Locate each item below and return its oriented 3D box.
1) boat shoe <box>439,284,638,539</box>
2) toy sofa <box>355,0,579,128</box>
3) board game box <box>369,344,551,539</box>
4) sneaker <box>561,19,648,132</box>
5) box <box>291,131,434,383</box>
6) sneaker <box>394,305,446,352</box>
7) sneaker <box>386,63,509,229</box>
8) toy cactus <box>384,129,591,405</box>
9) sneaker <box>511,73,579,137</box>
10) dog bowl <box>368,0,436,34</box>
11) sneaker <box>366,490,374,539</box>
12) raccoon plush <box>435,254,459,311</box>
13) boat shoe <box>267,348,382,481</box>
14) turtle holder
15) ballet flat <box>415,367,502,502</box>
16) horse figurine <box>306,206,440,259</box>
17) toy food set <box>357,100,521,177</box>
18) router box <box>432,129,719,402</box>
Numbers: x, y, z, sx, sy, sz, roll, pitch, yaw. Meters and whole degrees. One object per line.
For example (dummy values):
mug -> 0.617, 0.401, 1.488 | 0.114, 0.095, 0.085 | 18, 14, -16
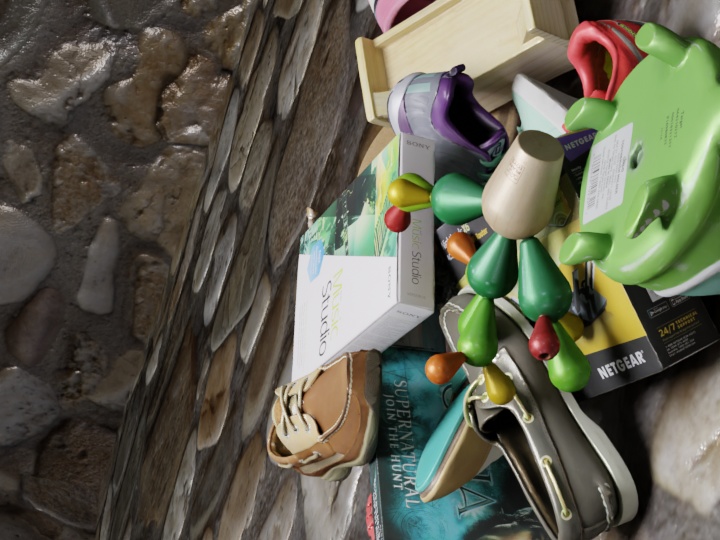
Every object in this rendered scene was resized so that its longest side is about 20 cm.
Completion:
boat shoe -> 0.107, 0.095, 0.905 | 0.203, 0.060, 0.072 | 56, 157, 29
toy sofa -> 0.097, -0.191, 1.138 | 0.199, 0.097, 0.084 | -25, 67, 41
board game box -> 0.072, 0.142, 1.014 | 0.201, 0.133, 0.028 | -95, 16, -47
sneaker -> 0.179, -0.083, 0.907 | 0.077, 0.084, 0.202 | 127, 142, -54
box -> 0.000, 0.000, 1.062 | 0.200, 0.036, 0.146 | -41, 41, 54
sneaker -> 0.044, 0.092, 1.153 | 0.074, 0.082, 0.201 | -28, 32, 35
sneaker -> 0.096, -0.071, 1.077 | 0.074, 0.201, 0.087 | -41, 18, -27
toy cactus -> 0.081, -0.016, 0.850 | 0.201, 0.101, 0.166 | 60, 146, 37
sneaker -> 0.144, -0.077, 1.051 | 0.119, 0.073, 0.201 | -64, 21, 20
dog bowl -> 0.095, -0.258, 1.189 | 0.200, 0.198, 0.075 | 133, 130, -61
sneaker -> 0.055, 0.226, 1.129 | 0.201, 0.070, 0.099 | -111, 37, -60
raccoon plush -> 0.027, 0.062, 1.268 | 0.201, 0.096, 0.134 | -56, 9, -19
boat shoe -> -0.031, 0.116, 1.019 | 0.200, 0.073, 0.077 | 116, 158, -61
turtle holder -> 0.202, -0.064, 0.739 | 0.142, 0.130, 0.186 | -90, 21, -44
ballet flat -> 0.093, 0.102, 0.996 | 0.069, 0.063, 0.201 | -54, 10, 42
horse figurine -> 0.015, -0.018, 1.168 | 0.199, 0.050, 0.134 | -23, 58, 37
toy food set -> 0.076, -0.100, 1.242 | 0.197, 0.049, 0.201 | -32, 36, 24
router box -> 0.138, 0.007, 0.908 | 0.159, 0.052, 0.200 | 64, 156, 7
